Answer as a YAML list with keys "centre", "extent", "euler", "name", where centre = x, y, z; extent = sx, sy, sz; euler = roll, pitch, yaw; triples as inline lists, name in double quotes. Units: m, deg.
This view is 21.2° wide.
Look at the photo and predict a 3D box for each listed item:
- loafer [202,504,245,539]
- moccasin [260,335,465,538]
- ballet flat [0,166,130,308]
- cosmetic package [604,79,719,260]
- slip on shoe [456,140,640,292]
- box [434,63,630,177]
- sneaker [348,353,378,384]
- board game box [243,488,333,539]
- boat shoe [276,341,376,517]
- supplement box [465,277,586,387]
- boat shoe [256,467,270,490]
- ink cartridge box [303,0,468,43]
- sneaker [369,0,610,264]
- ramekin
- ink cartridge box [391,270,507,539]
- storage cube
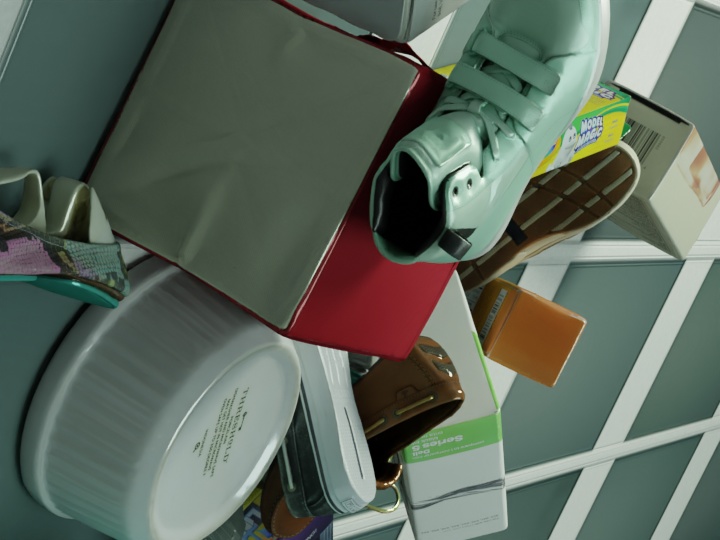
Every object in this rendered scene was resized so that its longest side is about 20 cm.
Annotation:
- centre: [-0.109, 0.139, 1.404]
  extent: [0.072, 0.063, 0.200]
  euler: [45, 58, -51]
  name: "loafer"
- centre: [0.001, 0.136, 1.416]
  extent: [0.201, 0.078, 0.074]
  euler: [-42, 150, 20]
  name: "moccasin"
- centre: [-0.183, -0.021, 1.075]
  extent: [0.200, 0.069, 0.071]
  euler: [14, 86, -65]
  name: "ballet flat"
- centre: [0.274, -0.094, 1.841]
  extent: [0.087, 0.103, 0.200]
  euler: [-57, 158, -4]
  name: "cosmetic package"
- centre: [0.147, -0.051, 1.602]
  extent: [0.200, 0.076, 0.061]
  euler: [-37, -177, 26]
  name: "slip on shoe"
- centre: [0.126, -0.125, 1.492]
  extent: [0.200, 0.117, 0.048]
  euler: [-21, 131, -56]
  name: "box"
- centre: [0.000, 0.000, 1.464]
  extent: [0.091, 0.077, 0.200]
  euler: [-110, -137, -88]
  name: "sneaker"
- centre: [-0.101, 0.274, 1.574]
  extent: [0.200, 0.057, 0.165]
  euler: [-44, 153, -33]
  name: "board game box"
- centre: [-0.047, 0.079, 1.366]
  extent: [0.072, 0.071, 0.200]
  euler: [27, 48, -66]
  name: "boat shoe"
- centre: [0.128, 0.046, 1.635]
  extent: [0.069, 0.066, 0.200]
  euler: [-64, -171, 3]
  name: "supplement box"
- centre: [-0.028, 0.133, 1.533]
  extent: [0.066, 0.074, 0.200]
  euler: [-61, 157, 15]
  name: "boat shoe"
- centre: [0.031, -0.232, 1.144]
  extent: [0.200, 0.146, 0.083]
  euler: [-40, 148, -40]
  name: "ink cartridge box"
- centre: [0.071, -0.089, 1.055]
  extent: [0.118, 0.074, 0.201]
  euler: [-19, 133, -65]
  name: "sneaker"
- centre: [-0.124, 0.095, 1.275]
  extent: [0.202, 0.094, 0.203]
  euler: [-44, 151, -32]
  name: "ramekin"
- centre: [0.062, 0.118, 1.589]
  extent: [0.084, 0.146, 0.200]
  euler: [-14, 145, -4]
  name: "ink cartridge box"
- centre: [-0.034, -0.061, 1.178]
  extent: [0.200, 0.171, 0.180]
  euler: [-62, 156, 4]
  name: "storage cube"
